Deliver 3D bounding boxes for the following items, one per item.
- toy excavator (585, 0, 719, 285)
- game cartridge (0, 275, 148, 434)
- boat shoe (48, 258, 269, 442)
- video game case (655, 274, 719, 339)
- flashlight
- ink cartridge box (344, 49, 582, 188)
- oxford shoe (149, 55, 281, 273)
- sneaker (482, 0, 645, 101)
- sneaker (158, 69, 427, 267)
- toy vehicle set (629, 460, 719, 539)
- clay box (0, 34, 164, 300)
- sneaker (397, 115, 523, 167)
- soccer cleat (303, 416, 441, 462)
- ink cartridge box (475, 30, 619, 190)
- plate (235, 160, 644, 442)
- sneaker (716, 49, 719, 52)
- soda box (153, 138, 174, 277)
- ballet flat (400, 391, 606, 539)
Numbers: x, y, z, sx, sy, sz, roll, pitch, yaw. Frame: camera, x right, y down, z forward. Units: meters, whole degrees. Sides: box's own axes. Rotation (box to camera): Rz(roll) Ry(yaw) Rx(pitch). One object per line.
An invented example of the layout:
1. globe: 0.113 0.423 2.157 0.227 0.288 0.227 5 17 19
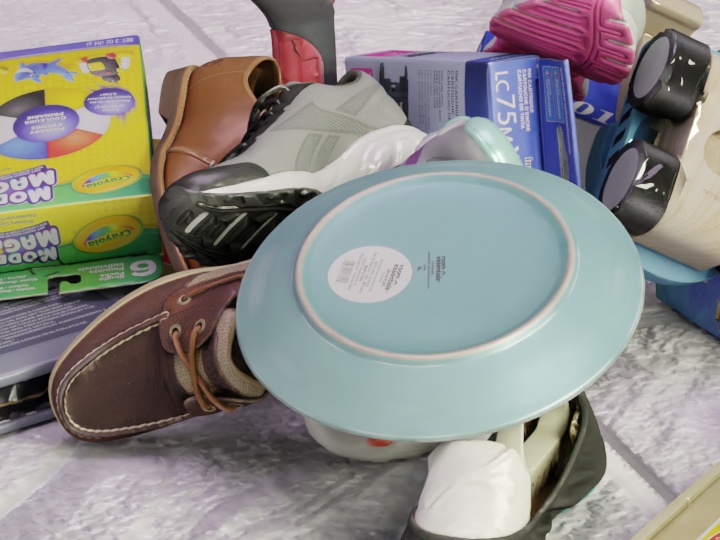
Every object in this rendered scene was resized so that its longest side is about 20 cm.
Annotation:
1. toy excavator: 0.169 -0.081 1.673 0.100 0.195 0.200 23 -15 -17
2. game cartridge: -0.197 0.043 1.622 0.199 0.041 0.133 -17 30 -34
3. boat shoe: -0.068 0.035 1.515 0.199 0.072 0.072 -21 11 6
4. video game case: 0.287 0.011 1.652 0.180 0.046 0.200 -12 24 -22
5. flashlight: -0.042 -0.120 1.795 0.067 0.201 0.068 -1 22 1
6. ink cartridge box: 0.056 -0.062 1.693 0.042 0.120 0.200 -9 9 -30
7. oxford shoe: -0.072 -0.052 1.669 0.071 0.071 0.201 -18 44 17
8. sneaker: 0.118 -0.154 1.662 0.081 0.089 0.200 24 -4 -6
9. sneaker: -0.044 -0.058 1.617 0.074 0.080 0.200 -42 -13 38
10. toy vehicle set: 0.185 0.139 1.365 0.124 0.027 0.200 12 25 30
11. clay box: -0.173 -0.059 1.711 0.114 0.048 0.200 -8 35 -3
12. sneaker: 0.000 0.000 1.583 0.140 0.200 0.078 -27 76 -33
13. soccer cleat: 0.042 0.049 1.566 0.200 0.070 0.077 -27 4 -36
14. ink cartridge box: 0.156 -0.075 1.784 0.199 0.044 0.094 21 22 -3
15. plate: 0.036 0.004 1.447 0.199 0.026 0.201 -5 42 4
16. sneaker: 0.280 -0.094 1.883 0.199 0.074 0.082 13 27 34
17. soda box: -0.129 -0.038 1.781 0.199 0.064 0.068 3 24 13
18. ballet flat: 0.061 0.102 1.411 0.068 0.069 0.200 5 23 20
